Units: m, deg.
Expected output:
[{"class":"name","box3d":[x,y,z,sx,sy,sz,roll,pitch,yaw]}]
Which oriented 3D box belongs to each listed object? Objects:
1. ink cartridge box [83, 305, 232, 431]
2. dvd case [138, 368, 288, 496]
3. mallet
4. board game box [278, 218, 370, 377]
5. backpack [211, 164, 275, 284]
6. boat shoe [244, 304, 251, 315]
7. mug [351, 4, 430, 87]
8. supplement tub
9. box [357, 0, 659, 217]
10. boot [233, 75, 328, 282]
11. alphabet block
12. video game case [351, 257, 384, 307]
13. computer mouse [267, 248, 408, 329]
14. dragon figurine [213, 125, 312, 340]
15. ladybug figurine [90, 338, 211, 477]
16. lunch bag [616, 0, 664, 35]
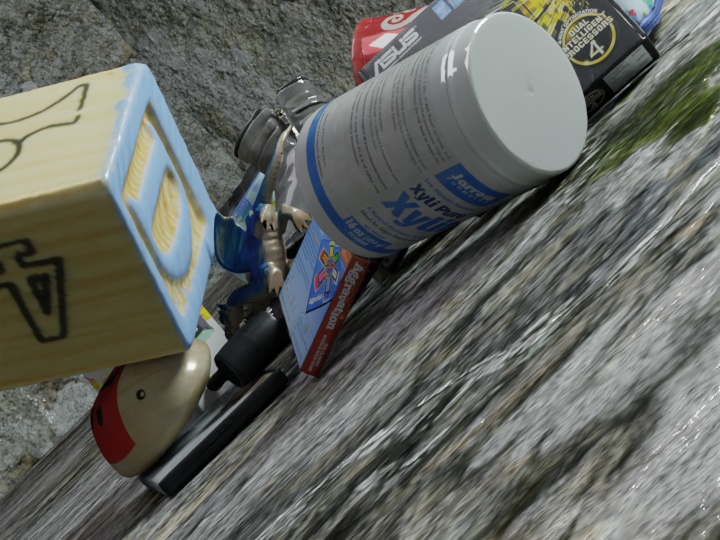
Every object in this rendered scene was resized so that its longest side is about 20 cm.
[{"class":"ink cartridge box","box3d":[-0.216,0.072,1.920,0.084,0.200,0.145,-42,4,-35]},{"class":"dvd case","box3d":[-0.134,0.142,1.715,0.143,0.018,0.200,-45,5,-11]},{"class":"mallet","box3d":[-0.108,0.079,1.764,0.066,0.041,0.200,-44,1,-12]},{"class":"board game box","box3d":[-0.032,0.009,1.602,0.200,0.019,0.103,-114,46,-72]},{"class":"backpack","box3d":[-0.072,-0.062,2.131,0.184,0.146,0.200,-58,-2,19]},{"class":"boat shoe","box3d":[-0.042,0.000,1.914,0.201,0.066,0.072,-39,3,24]},{"class":"mug","box3d":[0.107,-0.195,1.913,0.199,0.133,0.179,-14,53,26]},{"class":"supplement tub","box3d":[0.057,-0.099,1.456,0.199,0.132,0.132,-25,16,44]},{"class":"box","box3d":[0.119,-0.168,1.572,0.200,0.162,0.049,-41,-30,9]},{"class":"boot","box3d":[-0.075,-0.082,1.869,0.200,0.131,0.070,-50,-21,-14]},{"class":"alphabet block","box3d":[-0.259,-0.038,1.704,0.199,0.197,0.196,-11,35,16]},{"class":"video game case","box3d":[0.010,-0.069,1.692,0.201,0.036,0.182,-79,16,-48]},{"class":"computer mouse","box3d":[0.000,0.000,1.779,0.200,0.046,0.140,-47,24,5]},{"class":"dragon figurine","box3d":[-0.096,-0.027,1.752,0.059,0.202,0.099,-11,8,-40]},{"class":"ladybug figurine","box3d":[-0.197,0.118,1.754,0.136,0.072,0.200,-64,11,-25]},{"class":"lunch bag","box3d":[0.197,-0.209,1.726,0.161,0.082,0.200,-42,5,16]}]
